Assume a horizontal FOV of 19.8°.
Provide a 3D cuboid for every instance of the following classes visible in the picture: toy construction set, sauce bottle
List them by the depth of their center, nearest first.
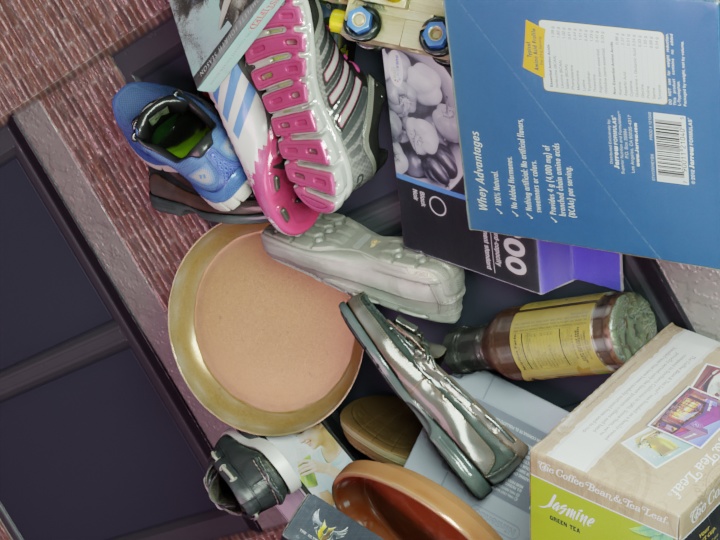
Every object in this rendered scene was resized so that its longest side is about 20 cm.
[{"bbox_3d":[0.039,-0.229,1.551,0.199,0.092,0.132,12,86,31],"label":"toy construction set"},{"bbox_3d":[0.148,0.056,1.668,0.199,0.065,0.065,-8,112,49],"label":"sauce bottle"}]

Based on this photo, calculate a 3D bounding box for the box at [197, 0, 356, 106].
[{"bbox_3d":[-0.067,-0.200,1.714,0.136,0.040,0.201,32,136,23],"label":"box"}]

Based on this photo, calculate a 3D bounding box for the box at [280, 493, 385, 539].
[{"bbox_3d":[0.018,0.284,1.768,0.199,0.051,0.158,32,154,8],"label":"box"}]

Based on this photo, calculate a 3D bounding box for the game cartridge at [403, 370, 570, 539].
[{"bbox_3d":[0.136,0.172,1.722,0.199,0.134,0.040,26,176,30],"label":"game cartridge"}]

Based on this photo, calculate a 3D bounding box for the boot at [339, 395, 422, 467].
[{"bbox_3d":[0.066,0.208,1.855,0.199,0.073,0.156,22,133,29],"label":"boot"}]

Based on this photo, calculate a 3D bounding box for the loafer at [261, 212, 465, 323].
[{"bbox_3d":[0.000,0.000,1.767,0.199,0.070,0.070,17,129,34],"label":"loafer"}]

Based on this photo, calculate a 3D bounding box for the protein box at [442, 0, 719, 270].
[{"bbox_3d":[0.180,-0.129,1.420,0.199,0.135,0.200,10,125,29],"label":"protein box"}]

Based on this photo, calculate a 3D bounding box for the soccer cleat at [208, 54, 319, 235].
[{"bbox_3d":[-0.082,-0.128,1.706,0.086,0.070,0.201,12,121,51],"label":"soccer cleat"}]

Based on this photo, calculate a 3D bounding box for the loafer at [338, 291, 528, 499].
[{"bbox_3d":[0.061,0.093,1.715,0.201,0.063,0.072,53,179,8],"label":"loafer"}]

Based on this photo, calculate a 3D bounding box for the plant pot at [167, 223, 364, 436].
[{"bbox_3d":[-0.081,0.048,1.861,0.199,0.027,0.202,3,96,24],"label":"plant pot"}]

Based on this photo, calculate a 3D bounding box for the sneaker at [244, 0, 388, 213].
[{"bbox_3d":[-0.030,-0.151,1.640,0.073,0.087,0.201,-5,105,46],"label":"sneaker"}]

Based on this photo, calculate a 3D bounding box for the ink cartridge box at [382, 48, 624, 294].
[{"bbox_3d":[0.111,-0.083,1.619,0.199,0.043,0.199,17,128,35],"label":"ink cartridge box"}]

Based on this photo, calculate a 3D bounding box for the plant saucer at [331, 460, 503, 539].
[{"bbox_3d":[0.063,0.228,1.724,0.200,0.032,0.201,34,156,17],"label":"plant saucer"}]

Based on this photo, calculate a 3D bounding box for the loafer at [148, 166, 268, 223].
[{"bbox_3d":[-0.122,-0.082,1.824,0.199,0.072,0.063,6,116,45],"label":"loafer"}]

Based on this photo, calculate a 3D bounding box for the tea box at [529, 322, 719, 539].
[{"bbox_3d":[0.235,0.183,1.563,0.133,0.200,0.198,22,130,32],"label":"tea box"}]

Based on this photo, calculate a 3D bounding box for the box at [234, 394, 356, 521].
[{"bbox_3d":[-0.034,0.206,1.906,0.200,0.060,0.117,49,160,26],"label":"box"}]

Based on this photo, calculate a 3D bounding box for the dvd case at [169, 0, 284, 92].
[{"bbox_3d":[-0.115,-0.265,1.640,0.146,0.022,0.201,-46,53,42],"label":"dvd case"}]

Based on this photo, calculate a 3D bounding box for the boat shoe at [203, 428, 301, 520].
[{"bbox_3d":[-0.114,0.190,1.891,0.076,0.060,0.200,55,163,-2],"label":"boat shoe"}]

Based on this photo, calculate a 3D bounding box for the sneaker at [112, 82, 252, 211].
[{"bbox_3d":[-0.160,-0.127,1.779,0.200,0.079,0.089,32,169,48],"label":"sneaker"}]
